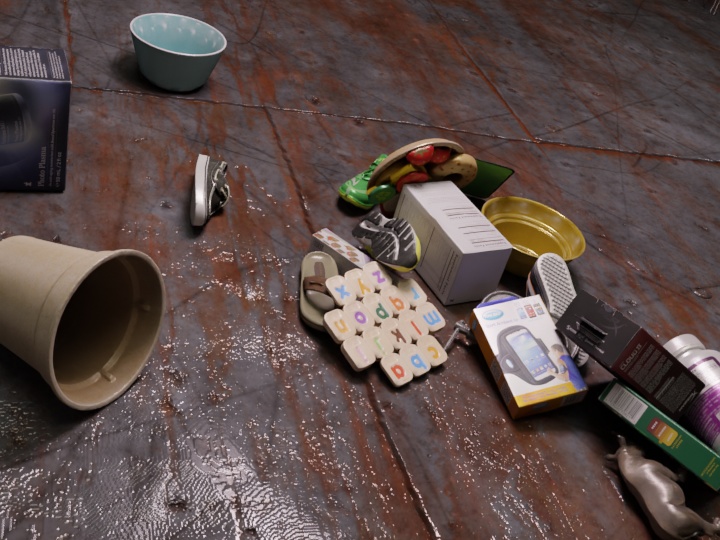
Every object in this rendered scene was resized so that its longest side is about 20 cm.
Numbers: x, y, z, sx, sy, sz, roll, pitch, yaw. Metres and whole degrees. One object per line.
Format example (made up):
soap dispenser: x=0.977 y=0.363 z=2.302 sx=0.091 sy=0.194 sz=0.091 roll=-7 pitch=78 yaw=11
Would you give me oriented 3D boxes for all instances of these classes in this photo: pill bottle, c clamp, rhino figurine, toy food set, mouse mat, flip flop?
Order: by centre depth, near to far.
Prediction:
rhino figurine: x=0.399 y=0.289 z=1.212 sx=0.086 sy=0.060 sz=0.201 roll=3 pitch=35 yaw=-26
pill bottle: x=0.540 y=0.195 z=1.362 sx=0.110 sy=0.114 sz=0.201 roll=0 pitch=38 yaw=-24
flip flop: x=-0.053 y=0.026 z=1.381 sx=0.080 sy=0.058 sz=0.201 roll=7 pitch=36 yaw=-14
c clamp: x=0.240 y=0.113 z=1.392 sx=0.197 sy=0.027 sz=0.172 roll=22 pitch=54 yaw=11
toy food set: x=0.102 y=-0.164 z=1.595 sx=0.199 sy=0.196 sz=0.049 roll=17 pitch=46 yaw=-57
mouse mat: x=0.196 y=-0.185 z=1.714 sx=0.158 sy=0.200 sz=0.008 roll=15 pitch=76 yaw=-5

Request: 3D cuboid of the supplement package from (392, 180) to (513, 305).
supplement package: x=0.151 y=-0.050 z=1.534 sx=0.108 sy=0.115 sz=0.201 roll=-7 pitch=42 yaw=-31

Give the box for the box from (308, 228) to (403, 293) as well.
box: x=0.000 y=0.000 z=1.461 sx=0.199 sy=0.042 sz=0.039 roll=34 pitch=37 yaw=24

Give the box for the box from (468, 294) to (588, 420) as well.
box: x=0.247 y=0.118 z=1.346 sx=0.117 sy=0.042 sz=0.202 roll=-11 pitch=57 yaw=-16

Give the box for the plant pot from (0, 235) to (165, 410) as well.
plant pot: x=-0.378 y=0.046 z=1.114 sx=0.181 sy=0.203 sz=0.200 roll=19 pitch=32 yaw=24

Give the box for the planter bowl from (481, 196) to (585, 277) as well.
planter bowl: x=0.302 y=-0.046 z=1.622 sx=0.197 sy=0.084 sz=0.202 roll=12 pitch=35 yaw=-8

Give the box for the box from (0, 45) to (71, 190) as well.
box: x=-0.566 y=-0.238 z=1.402 sx=0.195 sy=0.202 sz=0.124 roll=-2 pitch=38 yaw=-24

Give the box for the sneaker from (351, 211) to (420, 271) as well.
sneaker: x=0.059 y=-0.035 z=1.463 sx=0.091 sy=0.078 sz=0.200 roll=49 pitch=-2 yaw=-26

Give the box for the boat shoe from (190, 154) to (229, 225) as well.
boat shoe: x=-0.254 y=-0.140 z=1.517 sx=0.063 sy=0.072 sz=0.201 roll=8 pitch=33 yaw=-11

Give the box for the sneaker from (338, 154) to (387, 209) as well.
sneaker: x=0.027 y=-0.178 z=1.685 sx=0.074 sy=0.085 sz=0.199 roll=32 pitch=37 yaw=21

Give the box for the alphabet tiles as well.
alphabet tiles: x=0.037 y=0.078 z=1.339 sx=0.198 sy=0.015 sz=0.197 roll=-21 pitch=66 yaw=-41

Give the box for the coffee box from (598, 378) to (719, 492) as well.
coffee box: x=0.438 y=0.236 z=1.268 sx=0.199 sy=0.044 sz=0.123 roll=39 pitch=3 yaw=27

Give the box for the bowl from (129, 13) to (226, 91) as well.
bowl: x=-0.386 y=-0.448 z=1.863 sx=0.197 sy=0.106 sz=0.202 roll=11 pitch=34 yaw=-8

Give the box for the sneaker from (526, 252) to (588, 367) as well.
sneaker: x=0.325 y=0.078 z=1.473 sx=0.077 sy=0.080 sz=0.203 roll=0 pitch=62 yaw=-11

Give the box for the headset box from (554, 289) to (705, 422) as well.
headset box: x=0.393 y=0.120 z=1.323 sx=0.199 sy=0.075 sz=0.149 roll=37 pitch=4 yaw=-30
